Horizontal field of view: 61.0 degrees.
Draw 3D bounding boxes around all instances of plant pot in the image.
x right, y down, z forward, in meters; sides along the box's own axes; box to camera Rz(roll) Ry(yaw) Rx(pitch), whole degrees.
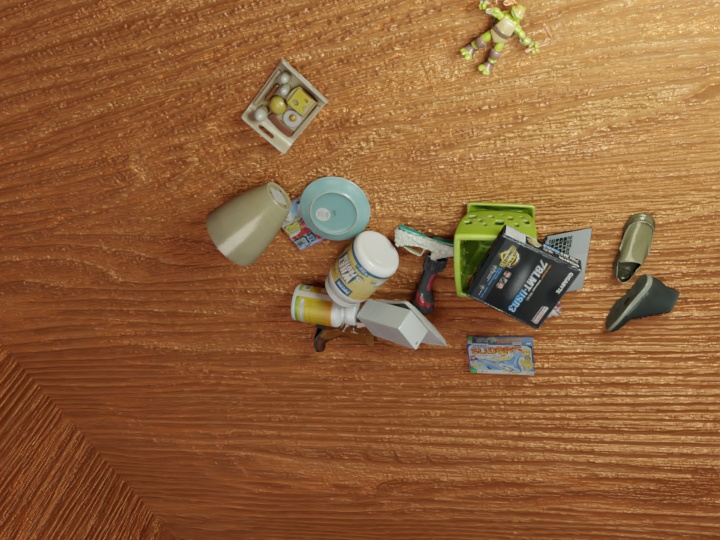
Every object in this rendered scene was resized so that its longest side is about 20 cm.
[{"bbox_3d":[0.343,-0.060,1.528,0.195,0.183,0.202,4,132,16],"label":"plant pot"},{"bbox_3d":[-0.289,-0.145,1.683,0.199,0.188,0.187,-35,114,24],"label":"plant pot"}]

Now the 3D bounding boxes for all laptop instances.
[{"bbox_3d":[0.503,0.016,1.527,0.196,0.116,0.190,-10,125,-7],"label":"laptop"}]

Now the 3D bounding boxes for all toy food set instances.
[{"bbox_3d":[-0.187,-0.396,1.493,0.143,0.061,0.199,38,131,-16],"label":"toy food set"}]

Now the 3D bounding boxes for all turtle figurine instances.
[{"bbox_3d":[0.279,-0.494,1.252,0.198,0.065,0.161,27,141,-18],"label":"turtle figurine"}]

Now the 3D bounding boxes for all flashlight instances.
[{"bbox_3d":[0.200,0.035,1.743,0.068,0.067,0.202,36,133,22],"label":"flashlight"}]

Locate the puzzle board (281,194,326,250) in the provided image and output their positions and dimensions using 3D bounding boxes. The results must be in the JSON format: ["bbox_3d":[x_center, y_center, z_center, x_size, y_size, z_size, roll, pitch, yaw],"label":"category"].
[{"bbox_3d":[-0.143,-0.143,1.730,0.198,0.018,0.151,-22,120,32],"label":"puzzle board"}]

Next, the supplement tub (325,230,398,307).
[{"bbox_3d":[0.000,0.000,1.719,0.144,0.146,0.200,33,132,-12],"label":"supplement tub"}]

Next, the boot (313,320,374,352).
[{"bbox_3d":[-0.049,0.212,1.995,0.196,0.069,0.191,10,125,0],"label":"boot"}]

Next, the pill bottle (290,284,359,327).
[{"bbox_3d":[-0.105,0.112,1.875,0.196,0.112,0.112,9,132,11],"label":"pill bottle"}]

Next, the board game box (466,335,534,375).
[{"bbox_3d":[0.432,0.261,1.881,0.197,0.035,0.137,-1,129,19],"label":"board game box"}]

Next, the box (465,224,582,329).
[{"bbox_3d":[0.375,0.019,1.421,0.196,0.050,0.201,27,129,1],"label":"box"}]

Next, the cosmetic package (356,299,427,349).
[{"bbox_3d":[0.090,0.154,1.789,0.199,0.072,0.102,13,150,52],"label":"cosmetic package"}]

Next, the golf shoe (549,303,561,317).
[{"bbox_3d":[0.468,0.065,1.674,0.091,0.076,0.200,-27,117,38],"label":"golf shoe"}]

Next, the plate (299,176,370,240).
[{"bbox_3d":[-0.071,-0.161,1.666,0.196,0.026,0.203,4,128,5],"label":"plate"}]

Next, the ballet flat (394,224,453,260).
[{"bbox_3d":[0.183,-0.066,1.650,0.197,0.072,0.072,19,134,12],"label":"ballet flat"}]

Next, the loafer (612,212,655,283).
[{"bbox_3d":[0.677,-0.049,1.506,0.075,0.068,0.202,7,132,12],"label":"loafer"}]

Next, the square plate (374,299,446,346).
[{"bbox_3d":[0.148,0.150,1.831,0.198,0.029,0.199,46,159,-21],"label":"square plate"}]

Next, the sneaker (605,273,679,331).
[{"bbox_3d":[0.742,0.109,1.616,0.105,0.075,0.201,25,132,-1],"label":"sneaker"}]
